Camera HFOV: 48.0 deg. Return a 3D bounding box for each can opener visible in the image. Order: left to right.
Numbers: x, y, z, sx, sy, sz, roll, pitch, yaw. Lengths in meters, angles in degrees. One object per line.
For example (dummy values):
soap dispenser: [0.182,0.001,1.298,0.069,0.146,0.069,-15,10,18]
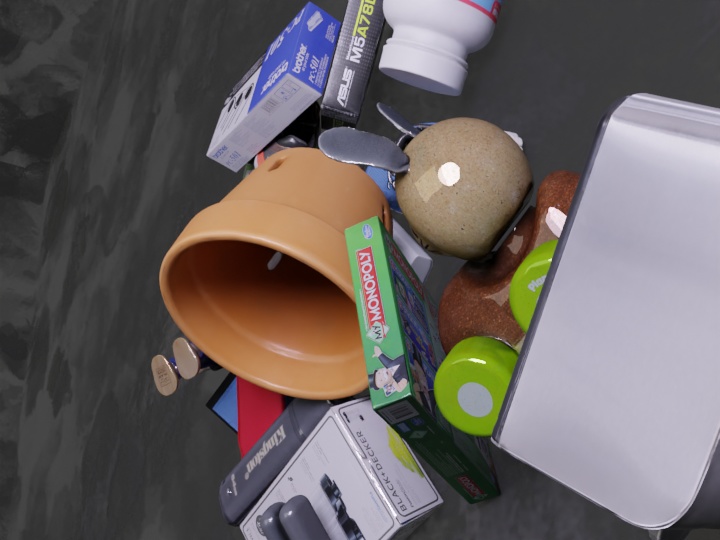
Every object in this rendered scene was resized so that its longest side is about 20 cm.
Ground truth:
can opener: [-0.025,0.286,0.667,0.052,0.066,0.204,-26,89,34]

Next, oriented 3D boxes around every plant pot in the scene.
plant pot: [-0.053,-0.006,0.699,0.199,0.198,0.142,-38,22,47]

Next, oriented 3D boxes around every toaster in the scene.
toaster: [0.179,0.021,0.380,0.118,0.178,0.205,28,102,54]

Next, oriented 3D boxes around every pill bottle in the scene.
pill bottle: [0.082,-0.271,0.733,0.108,0.107,0.205,26,102,60]

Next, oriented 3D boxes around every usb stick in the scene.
usb stick: [-0.077,0.175,0.786,0.201,0.032,0.056,-50,51,25]

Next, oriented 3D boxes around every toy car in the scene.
toy car: [0.064,-0.031,0.524,0.159,0.199,0.164,-54,-8,32]

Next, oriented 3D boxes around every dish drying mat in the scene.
dish drying mat: [-0.104,0.107,0.828,0.076,0.018,0.206,9,102,44]

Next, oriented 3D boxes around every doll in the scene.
doll: [-0.147,0.089,0.919,0.135,0.198,0.049,-35,79,31]

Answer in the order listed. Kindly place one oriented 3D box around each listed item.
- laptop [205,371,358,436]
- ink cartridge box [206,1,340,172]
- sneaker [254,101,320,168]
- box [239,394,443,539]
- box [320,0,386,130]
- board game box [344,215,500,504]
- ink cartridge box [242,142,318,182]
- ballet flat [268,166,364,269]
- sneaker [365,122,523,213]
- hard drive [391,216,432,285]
laptop: [-0.081,0.192,0.838,0.178,0.101,0.204,-50,37,39]
ink cartridge box: [-0.097,-0.191,0.868,0.199,0.044,0.096,-28,43,52]
sneaker: [-0.068,-0.177,0.938,0.082,0.076,0.203,-50,26,38]
box: [-0.024,0.222,0.732,0.118,0.059,0.202,53,128,26]
box: [0.001,-0.250,0.855,0.200,0.046,0.198,-118,41,-85]
board game box: [0.048,0.072,0.585,0.029,0.201,0.137,-21,52,14]
ink cartridge box: [-0.092,-0.066,0.962,0.059,0.102,0.206,9,86,60]
ballet flat: [-0.052,-0.036,0.877,0.202,0.046,0.068,-58,40,23]
sneaker: [0.055,-0.100,0.732,0.198,0.087,0.081,-5,73,59]
hard drive: [0.000,0.000,0.851,0.134,0.026,0.201,-66,30,18]
